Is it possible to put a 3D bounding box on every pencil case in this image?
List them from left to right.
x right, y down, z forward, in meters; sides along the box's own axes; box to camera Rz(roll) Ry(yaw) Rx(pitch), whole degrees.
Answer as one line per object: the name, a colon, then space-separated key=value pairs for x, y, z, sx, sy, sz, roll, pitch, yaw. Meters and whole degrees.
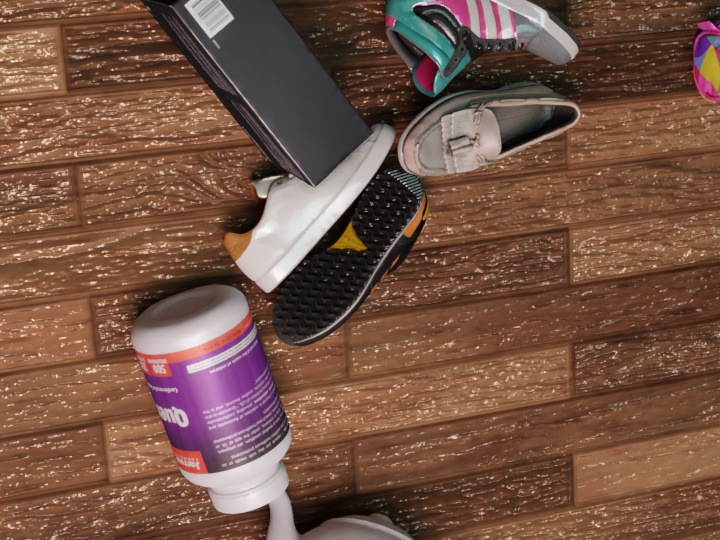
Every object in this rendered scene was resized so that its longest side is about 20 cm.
pencil case: x=0.442 y=-0.225 z=1.476 sx=0.199 sy=0.088 sz=0.089 roll=-9 pitch=106 yaw=-19

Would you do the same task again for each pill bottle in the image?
pill bottle: x=-0.133 y=0.122 z=1.332 sx=0.112 sy=0.112 sz=0.200 roll=-22 pitch=109 yaw=-14

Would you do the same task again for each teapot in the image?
teapot: x=0.006 y=0.311 z=1.411 sx=0.200 sy=0.197 sz=0.146 roll=58 pitch=42 yaw=-42

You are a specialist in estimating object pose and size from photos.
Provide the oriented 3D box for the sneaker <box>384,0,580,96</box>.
sneaker: x=0.105 y=-0.214 z=1.352 sx=0.200 sy=0.084 sz=0.121 roll=26 pitch=88 yaw=-15

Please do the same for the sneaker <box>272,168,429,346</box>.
sneaker: x=0.000 y=0.000 z=1.368 sx=0.200 sy=0.070 sz=0.090 roll=-51 pitch=155 yaw=-4

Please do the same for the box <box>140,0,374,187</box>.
box: x=-0.093 y=-0.181 z=1.260 sx=0.079 sy=0.141 sz=0.200 roll=-42 pitch=113 yaw=-9

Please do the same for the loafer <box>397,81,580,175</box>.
loafer: x=0.126 y=-0.137 z=1.360 sx=0.200 sy=0.063 sz=0.072 roll=-23 pitch=117 yaw=-35

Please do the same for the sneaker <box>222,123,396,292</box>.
sneaker: x=-0.049 y=-0.079 z=1.338 sx=0.085 sy=0.073 sz=0.200 roll=42 pitch=76 yaw=-3
